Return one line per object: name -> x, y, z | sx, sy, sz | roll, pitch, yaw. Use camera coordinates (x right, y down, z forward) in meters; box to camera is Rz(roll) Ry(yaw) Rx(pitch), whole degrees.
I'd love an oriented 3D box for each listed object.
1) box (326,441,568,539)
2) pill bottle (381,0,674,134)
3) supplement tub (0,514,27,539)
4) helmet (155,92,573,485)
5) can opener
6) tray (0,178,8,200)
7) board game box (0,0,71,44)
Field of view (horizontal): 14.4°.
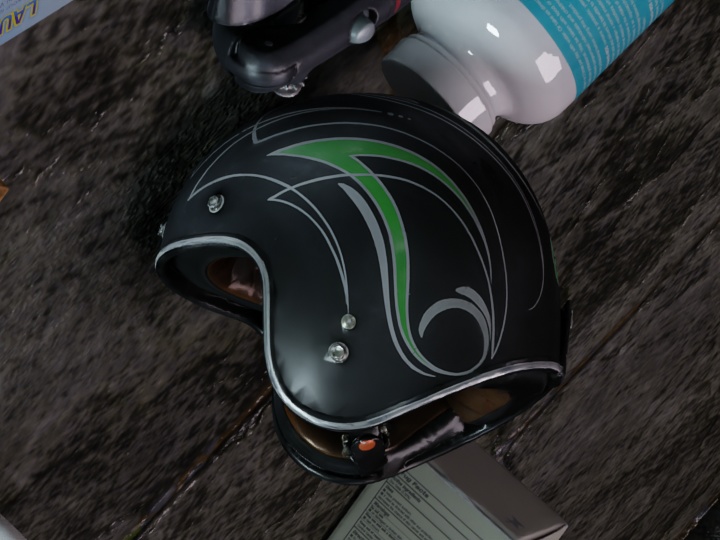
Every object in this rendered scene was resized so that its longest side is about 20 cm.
box -> 0.043, 0.236, 2.195 | 0.200, 0.128, 0.109 | -54, 161, 18
pill bottle -> 0.104, -0.157, 1.567 | 0.200, 0.111, 0.111 | -45, 162, -13
supplement tub -> -0.242, 0.221, 1.497 | 0.200, 0.132, 0.132 | -46, 162, -12
helmet -> 0.000, 0.000, 1.496 | 0.199, 0.191, 0.200 | -21, 164, -6
can opener -> -0.002, -0.145, 1.421 | 0.200, 0.063, 0.079 | -31, 155, -42
tray -> -0.230, -0.018, 1.195 | 0.099, 0.037, 0.200 | -51, 163, 8
board game box -> -0.152, -0.158, 1.058 | 0.200, 0.056, 0.196 | -37, 159, -33
